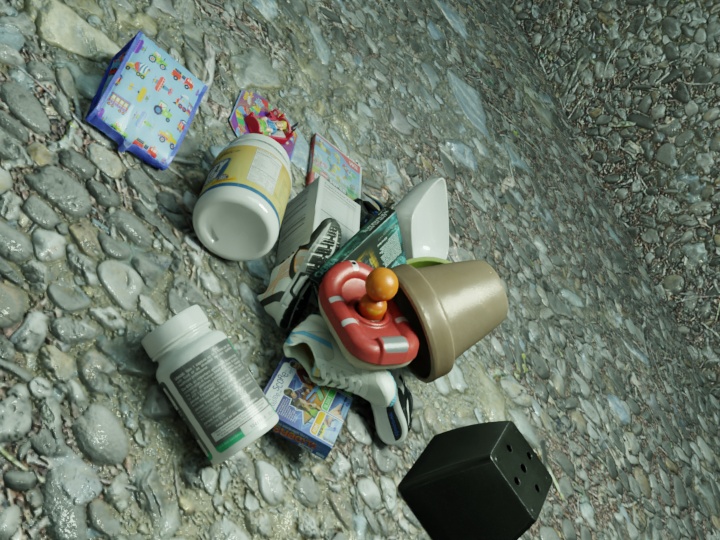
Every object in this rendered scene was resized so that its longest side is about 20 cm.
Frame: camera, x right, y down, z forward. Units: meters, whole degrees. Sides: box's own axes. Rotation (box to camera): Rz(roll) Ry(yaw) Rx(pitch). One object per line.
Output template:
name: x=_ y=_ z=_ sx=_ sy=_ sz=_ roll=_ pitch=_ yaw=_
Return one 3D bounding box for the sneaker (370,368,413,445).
sneaker: x=0.048 y=0.196 z=1.440 sx=0.112 sy=0.072 sz=0.202 roll=-35 pitch=117 yaw=-75

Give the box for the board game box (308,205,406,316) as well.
board game box: x=0.000 y=0.000 z=1.408 sx=0.200 sy=0.028 sz=0.136 roll=-43 pitch=141 yaw=-26

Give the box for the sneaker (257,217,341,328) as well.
sneaker: x=-0.105 y=-0.006 z=1.359 sx=0.080 sy=0.201 sz=0.074 roll=34 pitch=3 yaw=29

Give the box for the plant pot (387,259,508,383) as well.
plant pot: x=0.146 y=0.065 z=1.360 sx=0.173 sy=0.200 sz=0.202 roll=-21 pitch=74 yaw=-17

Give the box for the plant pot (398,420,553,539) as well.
plant pot: x=0.219 y=0.381 z=1.430 sx=0.200 sy=0.177 sz=0.200 roll=54 pitch=33 yaw=1

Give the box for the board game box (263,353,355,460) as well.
board game box: x=-0.078 y=0.190 z=1.295 sx=0.135 sy=0.035 sz=0.200 roll=29 pitch=38 yaw=0

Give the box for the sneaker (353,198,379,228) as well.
sneaker: x=0.011 y=-0.051 z=1.604 sx=0.073 sy=0.112 sz=0.201 roll=1 pitch=60 yaw=-52

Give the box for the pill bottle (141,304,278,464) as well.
pill bottle: x=-0.211 y=0.156 z=1.128 sx=0.201 sy=0.113 sz=0.113 roll=56 pitch=32 yaw=2

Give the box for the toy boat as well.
toy boat: x=0.019 y=0.051 z=1.264 sx=0.129 sy=0.131 sz=0.200 roll=0 pitch=39 yaw=-32

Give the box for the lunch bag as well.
lunch bag: x=-0.364 y=-0.273 z=1.366 sx=0.150 sy=0.094 sz=0.201 roll=37 pitch=45 yaw=-30

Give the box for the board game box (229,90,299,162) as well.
board game box: x=-0.184 y=-0.298 z=1.657 sx=0.158 sy=0.039 sz=0.201 roll=39 pitch=34 yaw=-24

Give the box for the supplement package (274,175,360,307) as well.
supplement package: x=-0.077 y=-0.056 z=1.508 sx=0.113 sy=0.109 sz=0.201 roll=35 pitch=37 yaw=-27

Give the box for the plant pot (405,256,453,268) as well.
plant pot: x=0.127 y=0.105 z=1.541 sx=0.190 sy=0.198 sz=0.202 roll=77 pitch=-5 yaw=-65

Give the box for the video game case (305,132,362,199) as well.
video game case: x=-0.055 y=-0.196 z=1.756 sx=0.143 sy=0.017 sz=0.201 roll=35 pitch=36 yaw=-28

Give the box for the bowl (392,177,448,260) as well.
bowl: x=0.113 y=-0.072 z=1.637 sx=0.200 sy=0.074 sz=0.202 roll=-49 pitch=139 yaw=-50

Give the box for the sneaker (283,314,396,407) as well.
sneaker: x=-0.032 y=0.157 z=1.281 sx=0.199 sy=0.077 sz=0.081 roll=34 pitch=47 yaw=17

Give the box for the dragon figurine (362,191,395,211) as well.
dragon figurine: x=0.054 y=-0.097 z=1.718 sx=0.199 sy=0.100 sz=0.059 roll=19 pitch=26 yaw=-54

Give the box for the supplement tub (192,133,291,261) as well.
supplement tub: x=-0.196 y=-0.129 z=1.387 sx=0.144 sy=0.144 sz=0.201 roll=39 pitch=34 yaw=-23
